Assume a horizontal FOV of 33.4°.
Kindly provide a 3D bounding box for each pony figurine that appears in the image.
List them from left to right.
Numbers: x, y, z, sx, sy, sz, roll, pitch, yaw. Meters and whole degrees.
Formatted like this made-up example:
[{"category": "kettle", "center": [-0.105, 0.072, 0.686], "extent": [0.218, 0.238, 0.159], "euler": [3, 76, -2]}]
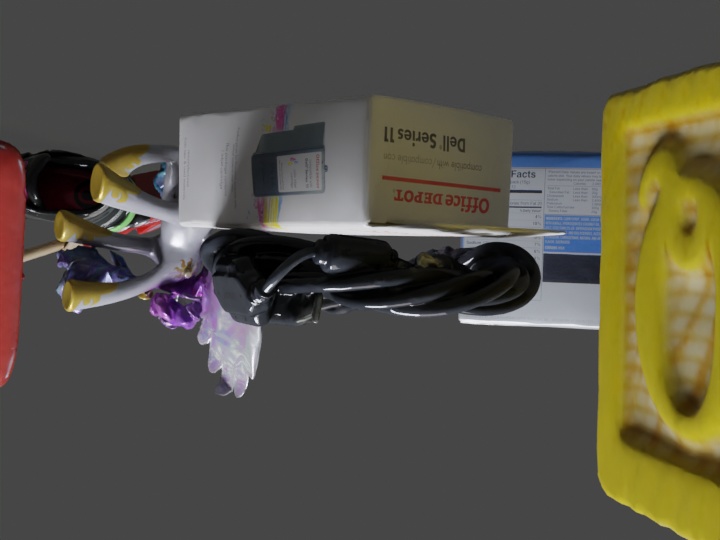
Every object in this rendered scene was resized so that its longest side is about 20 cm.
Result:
[{"category": "pony figurine", "center": [-0.141, -0.014, 0.958], "extent": [0.198, 0.195, 0.167], "euler": [-1, -145, -37]}]

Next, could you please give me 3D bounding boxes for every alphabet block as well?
[{"category": "alphabet block", "center": [0.224, 0.015, 0.500], "extent": [0.197, 0.198, 0.196], "euler": [0, 180, -10]}]

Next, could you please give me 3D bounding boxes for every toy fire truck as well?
[{"category": "toy fire truck", "center": [-0.261, -0.040, 1.135], "extent": [0.140, 0.049, 0.199], "euler": [-26, 178, 31]}]

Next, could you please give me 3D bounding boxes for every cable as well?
[{"category": "cable", "center": [0.000, 0.000, 0.632], "extent": [0.161, 0.051, 0.200], "euler": [-3, 179, -17]}]

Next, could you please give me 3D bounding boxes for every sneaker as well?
[{"category": "sneaker", "center": [-0.282, -0.072, 0.982], "extent": [0.197, 0.078, 0.084], "euler": [-3, 165, -11]}]

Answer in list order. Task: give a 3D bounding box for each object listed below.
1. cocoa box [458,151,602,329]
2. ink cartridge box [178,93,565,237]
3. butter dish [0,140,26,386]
[{"category": "cocoa box", "center": [0.162, -0.025, 0.981], "extent": [0.132, 0.133, 0.200], "euler": [2, -179, 16]}, {"category": "ink cartridge box", "center": [0.004, -0.053, 0.656], "extent": [0.116, 0.068, 0.199], "euler": [2, -179, -45]}, {"category": "butter dish", "center": [-0.353, -0.025, 0.881], "extent": [0.198, 0.202, 0.148], "euler": [2, -156, -20]}]
